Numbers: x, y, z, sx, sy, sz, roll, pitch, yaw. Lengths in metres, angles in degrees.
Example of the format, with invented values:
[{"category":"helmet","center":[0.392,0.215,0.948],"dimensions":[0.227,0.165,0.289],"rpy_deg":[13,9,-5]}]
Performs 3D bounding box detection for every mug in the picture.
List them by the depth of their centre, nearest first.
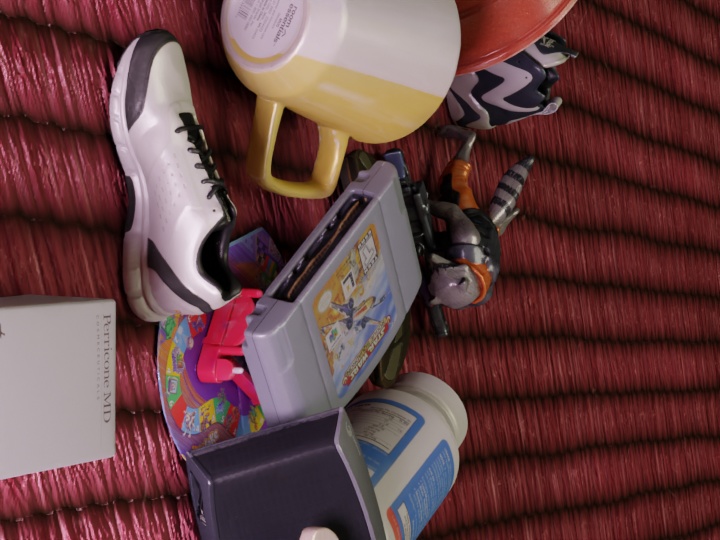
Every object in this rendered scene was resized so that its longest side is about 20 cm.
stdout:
[{"category":"mug","center":[-0.023,-0.161,1.392],"dimensions":[0.153,0.149,0.188],"rpy_deg":[6,71,-55]}]

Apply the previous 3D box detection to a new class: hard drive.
[{"category":"hard drive","center":[-0.046,0.208,1.374],"dimensions":[0.042,0.134,0.201],"rpy_deg":[-114,-170,-64]}]

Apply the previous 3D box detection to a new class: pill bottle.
[{"category":"pill bottle","center":[0.014,0.166,1.510],"dimensions":[0.200,0.112,0.113],"rpy_deg":[-45,130,-53]}]

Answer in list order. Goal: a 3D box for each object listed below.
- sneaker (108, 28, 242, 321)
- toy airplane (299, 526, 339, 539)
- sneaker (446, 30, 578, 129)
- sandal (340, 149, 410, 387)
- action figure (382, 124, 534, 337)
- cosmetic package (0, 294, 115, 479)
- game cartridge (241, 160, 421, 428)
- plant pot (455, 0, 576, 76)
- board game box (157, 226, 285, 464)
[{"category":"sneaker","center":[-0.120,-0.065,1.273],"dimensions":[0.074,0.080,0.202],"rpy_deg":[-21,109,-59]},{"category":"toy airplane","center":[-0.035,0.314,1.309],"dimensions":[0.199,0.141,0.200],"rpy_deg":[-45,108,-21]},{"category":"sneaker","center":[0.134,-0.224,1.708],"dimensions":[0.079,0.129,0.200],"rpy_deg":[-46,130,-54]},{"category":"sandal","center":[0.000,0.000,1.548],"dimensions":[0.082,0.054,0.201],"rpy_deg":[10,68,-69]},{"category":"action figure","center":[0.091,-0.049,1.666],"dimensions":[0.194,0.104,0.201],"rpy_deg":[-75,153,-44]},{"category":"cosmetic package","center":[-0.226,0.069,1.079],"dimensions":[0.200,0.071,0.102],"rpy_deg":[-5,96,-63]},{"category":"game cartridge","center":[-0.016,0.028,1.416],"dimensions":[0.200,0.041,0.134],"rpy_deg":[-54,140,-35]},{"category":"plant pot","center":[0.062,-0.299,1.519],"dimensions":[0.196,0.200,0.202],"rpy_deg":[53,45,-39]},{"category":"board game box","center":[-0.081,0.061,1.393],"dimensions":[0.200,0.039,0.159],"rpy_deg":[-31,119,-58]}]
